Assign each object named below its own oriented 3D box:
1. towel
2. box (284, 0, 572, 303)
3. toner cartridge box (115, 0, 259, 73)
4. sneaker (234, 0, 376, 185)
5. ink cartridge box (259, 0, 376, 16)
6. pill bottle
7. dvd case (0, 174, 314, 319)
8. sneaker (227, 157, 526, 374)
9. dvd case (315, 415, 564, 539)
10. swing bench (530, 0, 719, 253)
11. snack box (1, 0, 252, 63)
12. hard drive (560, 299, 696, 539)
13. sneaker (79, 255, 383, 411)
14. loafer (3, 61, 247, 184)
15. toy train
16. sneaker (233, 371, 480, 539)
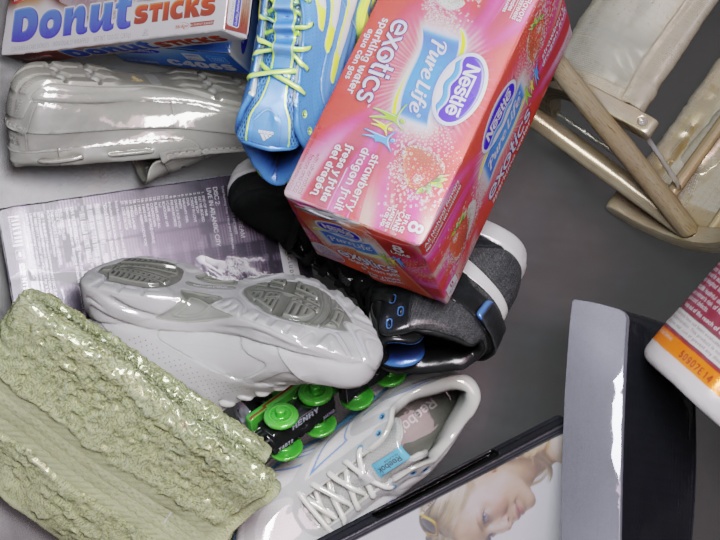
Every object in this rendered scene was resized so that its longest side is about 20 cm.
[{"bbox_3d":[-0.161,0.111,1.311,0.200,0.037,0.148,38,118,-10],"label":"towel"},{"bbox_3d":[0.044,-0.096,1.285,0.095,0.100,0.201,21,74,19],"label":"box"},{"bbox_3d":[-0.100,-0.233,1.385,0.095,0.043,0.201,7,80,20],"label":"toner cartridge box"},{"bbox_3d":[-0.032,-0.131,1.268,0.075,0.201,0.105,10,48,4],"label":"sneaker"},{"bbox_3d":[-0.020,-0.197,1.359,0.067,0.201,0.115,0,45,16],"label":"ink cartridge box"},{"bbox_3d":[0.284,0.015,1.348,0.114,0.114,0.200,40,95,-7],"label":"pill bottle"},{"bbox_3d":[-0.126,0.019,1.383,0.199,0.016,0.150,-9,85,-16],"label":"dvd case"},{"bbox_3d":[0.000,0.000,1.341,0.199,0.073,0.112,17,52,3],"label":"sneaker"},{"bbox_3d":[0.067,0.197,1.383,0.199,0.018,0.143,-25,116,-16],"label":"dvd case"},{"bbox_3d":[0.219,-0.146,1.442,0.200,0.130,0.199,41,74,-12],"label":"swing bench"},{"bbox_3d":[-0.144,-0.172,1.320,0.024,0.199,0.072,15,78,-49],"label":"snack box"},{"bbox_3d":[0.178,0.126,1.401,0.135,0.042,0.201,16,74,-55],"label":"hard drive"},{"bbox_3d":[-0.079,0.053,1.321,0.199,0.078,0.100,12,115,22],"label":"sneaker"},{"bbox_3d":[-0.131,-0.091,1.376,0.199,0.070,0.070,4,112,-18],"label":"loafer"},{"bbox_3d":[0.000,0.054,1.380,0.200,0.042,0.056,-33,49,-26],"label":"toy train"},{"bbox_3d":[-0.001,0.127,1.368,0.200,0.087,0.075,-43,97,-14],"label":"sneaker"}]
